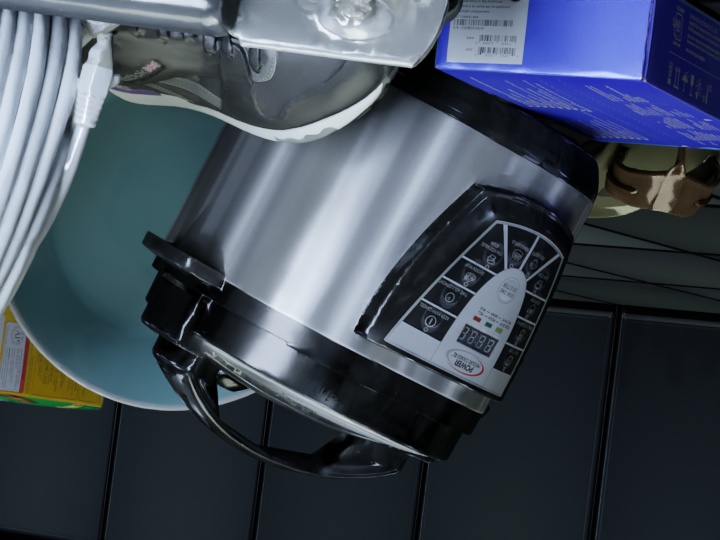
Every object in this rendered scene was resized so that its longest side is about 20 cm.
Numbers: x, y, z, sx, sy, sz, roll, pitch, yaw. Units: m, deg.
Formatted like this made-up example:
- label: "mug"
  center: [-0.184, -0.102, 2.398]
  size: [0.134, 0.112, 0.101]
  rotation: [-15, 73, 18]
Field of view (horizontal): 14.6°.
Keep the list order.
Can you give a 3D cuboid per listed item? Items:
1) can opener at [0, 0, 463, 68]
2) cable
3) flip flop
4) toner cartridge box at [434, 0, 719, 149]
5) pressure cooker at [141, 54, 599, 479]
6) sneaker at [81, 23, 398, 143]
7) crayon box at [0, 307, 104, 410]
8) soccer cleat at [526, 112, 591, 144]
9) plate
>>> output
- label: "can opener"
  center: [-0.060, -0.113, 1.094]
  size: [0.199, 0.054, 0.067]
  rotation: [8, 176, 8]
- label: "cable"
  center: [-0.182, -0.030, 1.162]
  size: [0.069, 0.200, 0.200]
  rotation: [25, 167, -22]
- label: "flip flop"
  center: [0.156, -0.052, 1.478]
  size: [0.081, 0.058, 0.200]
  rotation: [8, 163, -16]
- label: "toner cartridge box"
  center: [0.115, -0.088, 1.227]
  size: [0.095, 0.043, 0.200]
  rotation: [7, 177, 25]
- label: "pressure cooker"
  center: [-0.001, -0.001, 1.312]
  size: [0.176, 0.200, 0.179]
  rotation: [29, 180, 4]
- label: "sneaker"
  center: [-0.073, -0.101, 1.189]
  size: [0.200, 0.076, 0.087]
  rotation: [4, 169, 43]
- label: "crayon box"
  center: [-0.183, -0.031, 1.493]
  size: [0.058, 0.201, 0.119]
  rotation: [3, 175, 37]
- label: "soccer cleat"
  center: [0.037, -0.062, 1.615]
  size: [0.200, 0.070, 0.086]
  rotation: [5, 177, 34]
- label: "plate"
  center: [-0.086, -0.031, 1.378]
  size: [0.200, 0.201, 0.026]
  rotation: [9, -171, -23]
